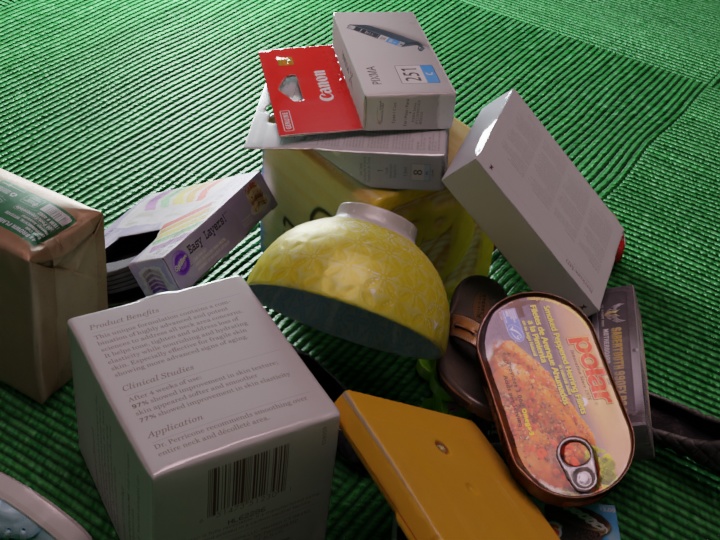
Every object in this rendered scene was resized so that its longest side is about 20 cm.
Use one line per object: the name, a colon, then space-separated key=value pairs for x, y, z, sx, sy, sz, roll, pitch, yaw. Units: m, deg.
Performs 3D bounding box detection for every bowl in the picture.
bowl: x=0.000 y=0.000 z=1.035 sx=0.199 sy=0.200 sz=0.108 roll=16 pitch=78 yaw=13

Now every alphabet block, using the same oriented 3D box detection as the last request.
alphabet block: x=0.021 y=-0.073 z=1.230 sx=0.196 sy=0.196 sz=0.200 roll=-23 pitch=47 yaw=-30

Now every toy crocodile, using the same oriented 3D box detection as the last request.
toy crocodile: x=0.093 y=0.106 z=1.105 sx=0.061 sy=0.068 sz=0.200 roll=10 pitch=37 yaw=-5

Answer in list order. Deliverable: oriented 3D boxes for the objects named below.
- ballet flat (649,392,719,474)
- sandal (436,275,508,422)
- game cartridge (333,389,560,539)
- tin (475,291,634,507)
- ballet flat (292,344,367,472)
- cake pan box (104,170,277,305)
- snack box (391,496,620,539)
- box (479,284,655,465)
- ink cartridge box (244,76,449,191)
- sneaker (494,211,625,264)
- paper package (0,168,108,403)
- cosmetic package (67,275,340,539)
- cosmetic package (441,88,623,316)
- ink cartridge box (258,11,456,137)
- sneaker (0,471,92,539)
ballet flat: x=0.296 y=0.141 z=1.073 sx=0.199 sy=0.057 sz=0.066 roll=20 pitch=42 yaw=37
sandal: x=0.122 y=0.064 z=1.068 sx=0.081 sy=0.055 sz=0.200 roll=18 pitch=39 yaw=-3
game cartridge: x=0.082 y=0.188 z=0.892 sx=0.176 sy=0.032 sz=0.200 roll=20 pitch=26 yaw=-43
tin: x=0.171 y=0.113 z=0.978 sx=0.111 sy=0.042 sz=0.201 roll=-13 pitch=59 yaw=-2
ballet flat: x=-0.035 y=0.119 z=1.079 sx=0.066 sy=0.057 sz=0.200 roll=-23 pitch=46 yaw=-34
cake pan box: x=-0.215 y=-0.029 z=1.190 sx=0.184 sy=0.052 sz=0.200 roll=-9 pitch=27 yaw=37
snack box: x=0.126 y=0.248 z=0.949 sx=0.199 sy=0.037 sz=0.116 roll=6 pitch=37 yaw=0
box: x=0.201 y=0.106 z=1.084 sx=0.158 sy=0.048 sz=0.200 roll=-11 pitch=36 yaw=17
ink cartridge box: x=-0.008 y=-0.145 z=1.135 sx=0.199 sy=0.047 sz=0.160 roll=2 pitch=37 yaw=5
sneaker: x=0.222 y=-0.042 z=1.315 sx=0.199 sy=0.077 sz=0.085 roll=2 pitch=42 yaw=-4
paper package: x=-0.357 y=0.002 z=1.079 sx=0.199 sy=0.191 sz=0.103 roll=24 pitch=41 yaw=21
cosmetic package: x=-0.139 y=0.140 z=0.948 sx=0.167 sy=0.167 sz=0.200 roll=-15 pitch=42 yaw=-26
cosmetic package: x=0.180 y=-0.065 z=1.112 sx=0.200 sy=0.052 sz=0.151 roll=49 pitch=37 yaw=-14
ink cartridge box: x=-0.010 y=-0.208 z=1.142 sx=0.175 sy=0.045 sz=0.200 roll=-4 pitch=37 yaw=-10
sneaker: x=-0.321 y=0.210 z=0.929 sx=0.199 sy=0.074 sz=0.082 roll=24 pitch=70 yaw=15
